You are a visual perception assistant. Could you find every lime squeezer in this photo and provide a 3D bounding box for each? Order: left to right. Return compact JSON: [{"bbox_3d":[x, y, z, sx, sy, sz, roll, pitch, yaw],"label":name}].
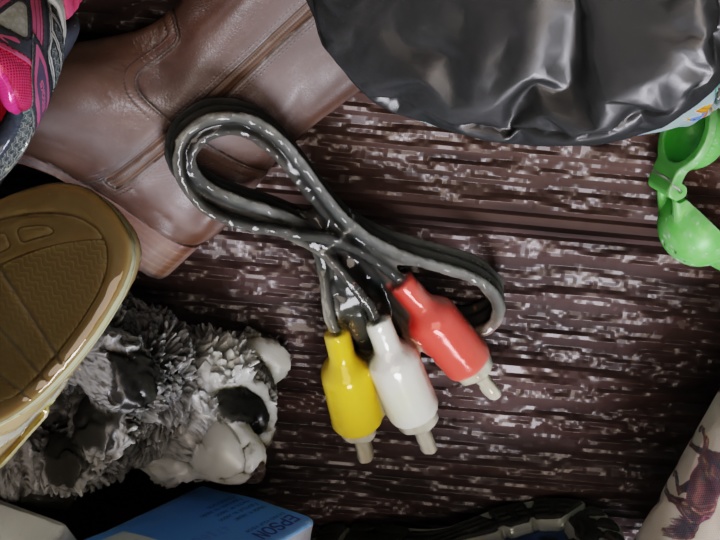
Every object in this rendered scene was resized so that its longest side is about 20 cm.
[{"bbox_3d":[0.158,-0.045,0.785,0.070,0.038,0.201,-12,112,3],"label":"lime squeezer"}]

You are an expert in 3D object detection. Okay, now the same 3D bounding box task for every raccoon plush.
[{"bbox_3d":[-0.113,0.016,0.797,0.097,0.134,0.200,-37,77,28],"label":"raccoon plush"}]

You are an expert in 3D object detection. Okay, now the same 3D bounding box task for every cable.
[{"bbox_3d":[0.000,0.000,0.768,0.097,0.050,0.200,-29,132,6],"label":"cable"}]

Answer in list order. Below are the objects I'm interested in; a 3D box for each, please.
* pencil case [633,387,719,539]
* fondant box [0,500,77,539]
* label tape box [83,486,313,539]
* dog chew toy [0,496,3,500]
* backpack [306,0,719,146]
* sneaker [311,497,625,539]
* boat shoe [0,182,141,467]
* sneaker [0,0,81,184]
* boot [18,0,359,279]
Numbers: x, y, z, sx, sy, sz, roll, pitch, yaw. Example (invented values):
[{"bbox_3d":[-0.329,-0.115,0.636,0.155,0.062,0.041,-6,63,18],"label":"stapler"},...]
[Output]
[{"bbox_3d":[0.177,0.102,0.793,0.089,0.078,0.201,31,101,12],"label":"pencil case"},{"bbox_3d":[-0.145,0.208,0.783,0.058,0.145,0.200,13,148,28],"label":"fondant box"},{"bbox_3d":[-0.088,0.206,0.756,0.066,0.143,0.201,11,104,27],"label":"label tape box"},{"bbox_3d":[-0.210,0.140,0.810,0.124,0.125,0.201,18,103,-9],"label":"dog chew toy"},{"bbox_3d":[0.079,-0.114,0.670,0.166,0.200,0.127,13,114,19],"label":"backpack"},{"bbox_3d":[0.026,0.167,0.848,0.199,0.079,0.090,-6,111,0],"label":"sneaker"},{"bbox_3d":[-0.153,0.040,0.704,0.200,0.066,0.074,-41,82,17],"label":"boat shoe"},{"bbox_3d":[-0.176,-0.037,0.684,0.080,0.075,0.200,26,125,-19],"label":"sneaker"},{"bbox_3d":[-0.072,-0.114,0.733,0.200,0.064,0.186,-42,121,18],"label":"boot"}]
